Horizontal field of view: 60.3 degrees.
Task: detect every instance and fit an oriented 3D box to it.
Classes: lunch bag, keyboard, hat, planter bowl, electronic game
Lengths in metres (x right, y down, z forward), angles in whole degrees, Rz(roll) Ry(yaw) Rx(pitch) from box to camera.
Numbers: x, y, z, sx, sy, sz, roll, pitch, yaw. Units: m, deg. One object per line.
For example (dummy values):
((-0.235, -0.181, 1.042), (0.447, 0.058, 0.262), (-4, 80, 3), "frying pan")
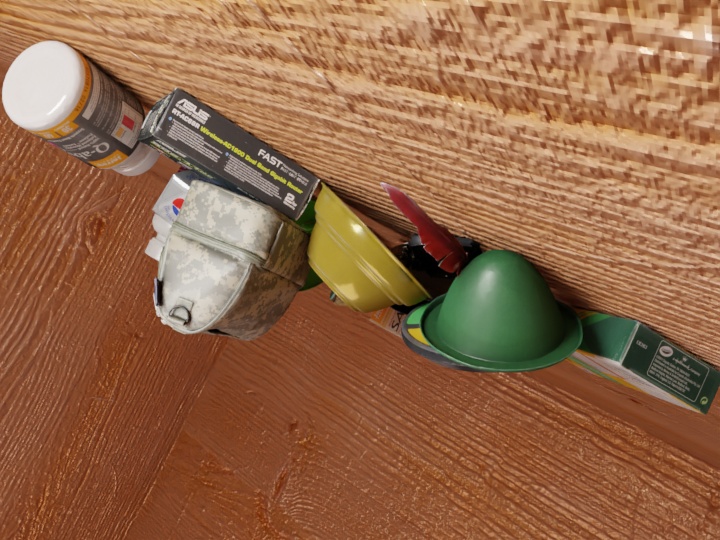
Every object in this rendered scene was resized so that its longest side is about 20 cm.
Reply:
((-0.157, 0.002, 0.770), (0.138, 0.169, 0.200), (19, 175, 14), "lunch bag")
((0.097, -0.026, 0.745), (0.103, 0.040, 0.200), (2, 169, 13), "keyboard")
((0.135, -0.016, 0.598), (0.164, 0.178, 0.200), (9, -154, 24), "hat")
((-0.007, -0.008, 0.773), (0.200, 0.083, 0.200), (46, -178, -2), "planter bowl")
((0.144, 0.061, 0.699), (0.197, 0.042, 0.200), (-6, -164, 2), "electronic game")

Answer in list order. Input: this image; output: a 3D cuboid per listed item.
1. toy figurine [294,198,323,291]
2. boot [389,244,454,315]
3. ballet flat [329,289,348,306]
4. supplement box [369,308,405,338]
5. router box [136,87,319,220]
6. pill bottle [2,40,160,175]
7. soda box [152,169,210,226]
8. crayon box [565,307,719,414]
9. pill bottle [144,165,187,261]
((-0.149, -0.061, 1.016), (0.184, 0.198, 0.152), (-137, 33, -59), "toy figurine")
((0.117, 0.051, 0.893), (0.199, 0.097, 0.075), (29, 133, -5), "boot")
((0.000, 0.000, 1.031), (0.070, 0.071, 0.201), (27, 143, 2), "ballet flat")
((0.132, 0.092, 1.251), (0.199, 0.127, 0.073), (24, 176, 37), "supplement box")
((-0.168, -0.139, 0.772), (0.199, 0.063, 0.150), (30, 174, -27), "router box")
((-0.361, -0.206, 0.834), (0.116, 0.117, 0.200), (26, 176, 20), "pill bottle")
((-0.214, -0.109, 0.898), (0.068, 0.064, 0.200), (38, -161, -1), "soda box")
((0.290, 0.093, 0.720), (0.125, 0.052, 0.200), (29, 175, -15), "crayon box")
((-0.285, -0.100, 1.065), (0.111, 0.202, 0.112), (27, 176, 2), "pill bottle")
